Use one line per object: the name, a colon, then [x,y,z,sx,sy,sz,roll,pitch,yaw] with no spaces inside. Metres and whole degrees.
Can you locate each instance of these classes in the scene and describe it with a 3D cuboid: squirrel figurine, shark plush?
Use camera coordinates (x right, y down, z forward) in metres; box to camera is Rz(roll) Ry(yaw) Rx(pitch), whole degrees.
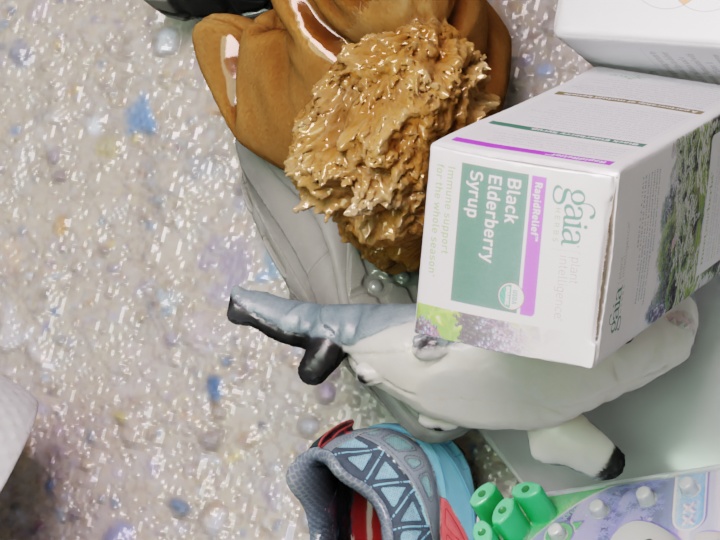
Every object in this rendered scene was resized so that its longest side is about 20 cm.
squirrel figurine: [0.016,-0.103,1.204,0.141,0.187,0.200,-8,61,-13]
shark plush: [0.045,0.034,1.221,0.200,0.091,0.083,-4,40,14]

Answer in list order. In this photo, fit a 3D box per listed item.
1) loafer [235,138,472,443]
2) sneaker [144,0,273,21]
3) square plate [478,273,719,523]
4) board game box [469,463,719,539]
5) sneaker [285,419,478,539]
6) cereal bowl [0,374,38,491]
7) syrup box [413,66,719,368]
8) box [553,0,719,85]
loafer: [0.000,0.000,1.293,0.070,0.070,0.200,-15,59,-22]
sneaker: [-0.017,-0.179,1.341,0.200,0.075,0.079,-20,64,8]
square plate: [0.167,0.061,1.238,0.198,0.028,0.200,-40,69,11]
board game box: [0.128,0.155,1.148,0.200,0.026,0.200,-11,45,22]
sneaker: [0.007,0.165,1.238,0.079,0.095,0.200,-27,66,39]
cereal bowl: [-0.237,0.120,1.288,0.083,0.200,0.200,35,94,-11]
syrup box: [0.096,-0.027,1.152,0.081,0.200,0.079,11,107,22]
box: [0.202,-0.155,1.222,0.200,0.106,0.153,7,83,22]
